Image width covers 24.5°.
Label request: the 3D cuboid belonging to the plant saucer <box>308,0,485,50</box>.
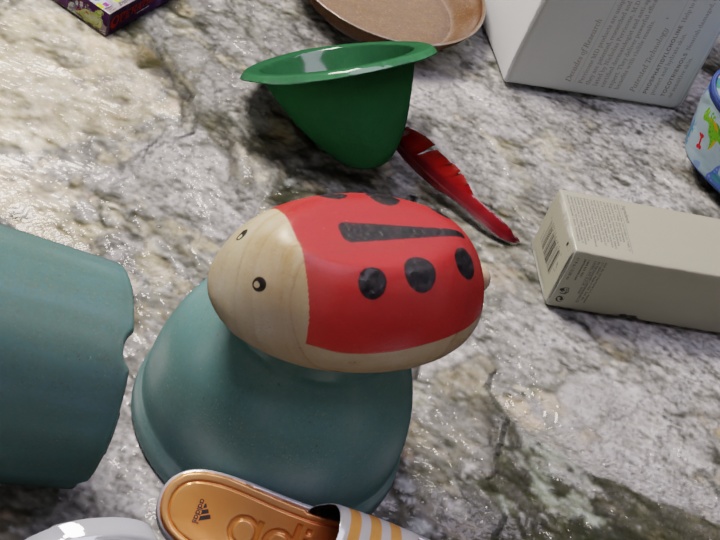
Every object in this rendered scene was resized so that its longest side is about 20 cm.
[{"bbox_3d":[0.023,-0.269,1.606,0.199,0.037,0.201,13,42,-11],"label":"plant saucer"}]

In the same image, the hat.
[{"bbox_3d":[0.001,-0.097,1.427,0.165,0.178,0.199,-20,19,-37],"label":"hat"}]

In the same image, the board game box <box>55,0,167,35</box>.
[{"bbox_3d":[-0.215,-0.291,1.526,0.120,0.032,0.200,31,41,15],"label":"board game box"}]

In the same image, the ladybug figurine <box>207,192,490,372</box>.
[{"bbox_3d":[0.000,0.000,1.073,0.198,0.072,0.136,-4,48,-29],"label":"ladybug figurine"}]

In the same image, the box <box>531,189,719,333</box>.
[{"bbox_3d":[0.252,-0.005,1.406,0.198,0.069,0.083,11,42,-15],"label":"box"}]

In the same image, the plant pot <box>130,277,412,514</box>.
[{"bbox_3d":[-0.048,0.063,1.142,0.199,0.135,0.201,13,42,-12],"label":"plant pot"}]

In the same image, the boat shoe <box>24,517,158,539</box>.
[{"bbox_3d":[-0.200,0.208,0.962,0.201,0.075,0.086,-10,50,-31],"label":"boat shoe"}]

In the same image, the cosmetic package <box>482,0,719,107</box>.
[{"bbox_3d":[0.238,-0.285,1.625,0.198,0.167,0.168,6,43,-21],"label":"cosmetic package"}]

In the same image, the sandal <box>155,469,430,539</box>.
[{"bbox_3d":[-0.034,0.184,1.054,0.205,0.059,0.080,20,77,-4],"label":"sandal"}]

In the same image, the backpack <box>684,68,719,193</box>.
[{"bbox_3d":[0.417,-0.138,1.567,0.199,0.148,0.183,-21,55,-36],"label":"backpack"}]

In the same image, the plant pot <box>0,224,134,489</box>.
[{"bbox_3d":[-0.256,0.048,1.032,0.195,0.201,0.201,14,41,-25],"label":"plant pot"}]
